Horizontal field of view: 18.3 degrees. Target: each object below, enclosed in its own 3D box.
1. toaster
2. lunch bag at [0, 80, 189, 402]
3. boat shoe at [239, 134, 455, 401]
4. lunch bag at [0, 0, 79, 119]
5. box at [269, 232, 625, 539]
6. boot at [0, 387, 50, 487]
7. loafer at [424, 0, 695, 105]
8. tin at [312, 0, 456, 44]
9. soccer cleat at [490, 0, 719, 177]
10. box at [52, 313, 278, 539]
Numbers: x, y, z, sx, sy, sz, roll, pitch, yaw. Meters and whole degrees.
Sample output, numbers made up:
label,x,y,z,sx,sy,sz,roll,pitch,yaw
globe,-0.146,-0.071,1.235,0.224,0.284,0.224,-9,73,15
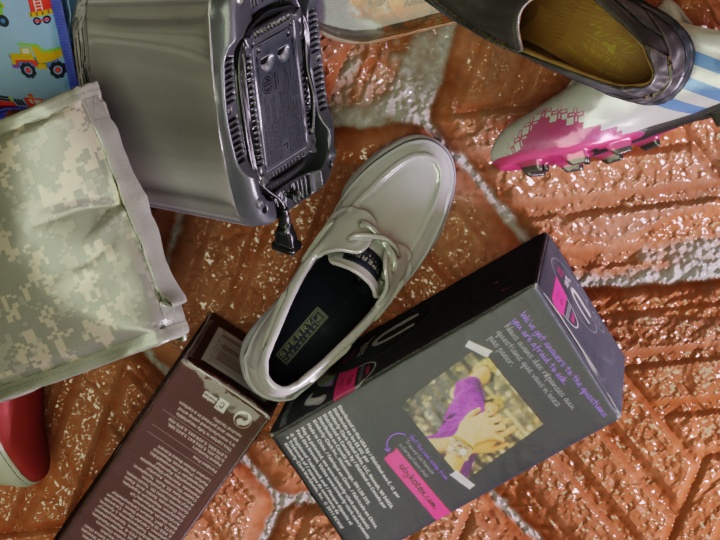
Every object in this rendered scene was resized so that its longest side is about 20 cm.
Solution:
label,x,y,z,sx,sy,sz,roll,pitch,yaw
toaster,-0.096,-0.112,1.383,0.129,0.114,0.201,8,118,31
lunch bag,-0.202,-0.012,1.365,0.199,0.117,0.165,-18,94,30
boat shoe,0.000,0.000,1.409,0.073,0.065,0.201,34,82,-10
lunch bag,-0.243,-0.180,1.396,0.150,0.094,0.201,4,114,21
box,0.059,0.079,1.430,0.199,0.122,0.106,-30,101,15
boot,-0.201,0.041,1.482,0.143,0.072,0.201,-11,102,9
loafer,0.104,-0.160,1.328,0.199,0.072,0.073,24,104,11
tin,0.043,-0.210,1.387,0.199,0.042,0.113,-11,110,11
soccer cleat,0.172,-0.118,1.391,0.199,0.070,0.087,-15,86,11
box,-0.133,0.136,1.486,0.075,0.100,0.200,33,107,-3
